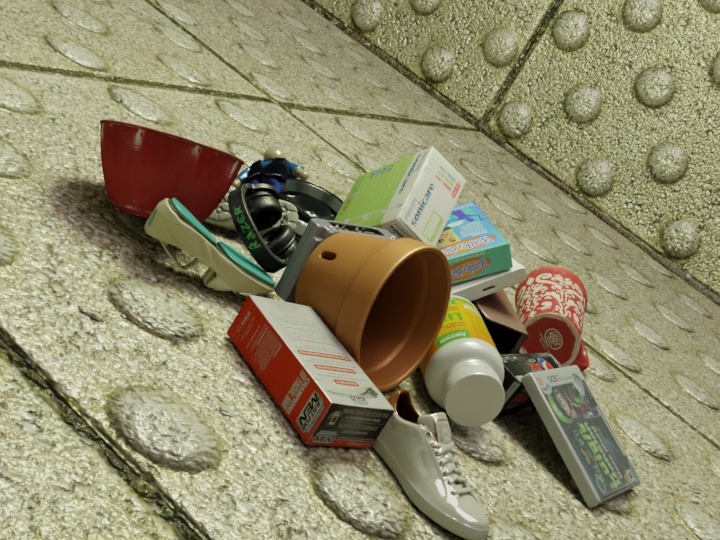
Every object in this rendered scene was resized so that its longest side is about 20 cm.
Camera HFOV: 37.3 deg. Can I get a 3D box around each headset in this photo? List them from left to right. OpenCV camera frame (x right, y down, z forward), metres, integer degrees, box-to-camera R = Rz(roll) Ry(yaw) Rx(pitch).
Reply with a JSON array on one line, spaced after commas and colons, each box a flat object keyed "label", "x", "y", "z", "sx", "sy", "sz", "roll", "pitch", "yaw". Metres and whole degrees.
[{"label": "headset", "x": -0.139, "y": -0.051, "z": 1.481, "sx": 0.125, "sy": 0.093, "sz": 0.200, "roll": 64, "pitch": 13, "yaw": 6}]

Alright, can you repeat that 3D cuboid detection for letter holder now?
[{"label": "letter holder", "x": 0.158, "y": 0.068, "z": 1.689, "sx": 0.141, "sy": 0.101, "sz": 0.201, "roll": 24, "pitch": 20, "yaw": -19}]

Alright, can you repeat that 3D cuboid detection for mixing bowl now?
[{"label": "mixing bowl", "x": -0.262, "y": -0.118, "z": 1.413, "sx": 0.197, "sy": 0.110, "sz": 0.200, "roll": 16, "pitch": -2, "yaw": 0}]

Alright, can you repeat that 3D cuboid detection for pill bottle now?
[{"label": "pill bottle", "x": 0.137, "y": 0.127, "z": 1.485, "sx": 0.110, "sy": 0.112, "sz": 0.201, "roll": 25, "pitch": 20, "yaw": -19}]

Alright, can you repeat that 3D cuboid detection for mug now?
[{"label": "mug", "x": 0.353, "y": 0.098, "z": 1.885, "sx": 0.176, "sy": 0.134, "sz": 0.200, "roll": 30, "pitch": 22, "yaw": 0}]

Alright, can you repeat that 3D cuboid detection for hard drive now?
[{"label": "hard drive", "x": 0.162, "y": -0.009, "z": 1.700, "sx": 0.130, "sy": 0.027, "sz": 0.200, "roll": -19, "pitch": 25, "yaw": -13}]

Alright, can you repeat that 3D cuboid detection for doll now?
[{"label": "doll", "x": -0.150, "y": -0.147, "z": 1.725, "sx": 0.134, "sy": 0.049, "sz": 0.201, "roll": -9, "pitch": 26, "yaw": 11}]

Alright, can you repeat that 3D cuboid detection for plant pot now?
[{"label": "plant pot", "x": 0.008, "y": 0.039, "z": 1.402, "sx": 0.139, "sy": 0.203, "sz": 0.199, "roll": 25, "pitch": 12, "yaw": 33}]

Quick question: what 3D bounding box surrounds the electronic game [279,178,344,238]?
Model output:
[{"label": "electronic game", "x": -0.086, "y": -0.095, "z": 1.787, "sx": 0.198, "sy": 0.042, "sz": 0.201, "roll": 22, "pitch": 27, "yaw": -12}]

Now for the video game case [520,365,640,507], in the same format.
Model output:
[{"label": "video game case", "x": 0.323, "y": 0.234, "z": 1.548, "sx": 0.181, "sy": 0.023, "sz": 0.202, "roll": 1, "pitch": 58, "yaw": -57}]

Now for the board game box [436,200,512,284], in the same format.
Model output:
[{"label": "board game box", "x": 0.140, "y": -0.041, "z": 1.693, "sx": 0.150, "sy": 0.046, "sz": 0.200, "roll": -15, "pitch": 24, "yaw": -4}]

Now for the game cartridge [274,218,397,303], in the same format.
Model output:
[{"label": "game cartridge", "x": -0.034, "y": -0.002, "z": 1.494, "sx": 0.040, "sy": 0.135, "sz": 0.199, "roll": 33, "pitch": 15, "yaw": 31}]

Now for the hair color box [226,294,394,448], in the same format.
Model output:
[{"label": "hair color box", "x": -0.062, "y": 0.119, "z": 1.262, "sx": 0.110, "sy": 0.064, "sz": 0.200, "roll": 14, "pitch": 25, "yaw": -46}]

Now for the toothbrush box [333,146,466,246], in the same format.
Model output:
[{"label": "toothbrush box", "x": 0.051, "y": -0.091, "z": 1.671, "sx": 0.086, "sy": 0.199, "sz": 0.147, "roll": 40, "pitch": 59, "yaw": -22}]

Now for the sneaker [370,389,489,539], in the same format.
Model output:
[{"label": "sneaker", "x": 0.085, "y": 0.217, "z": 1.221, "sx": 0.200, "sy": 0.085, "sz": 0.072, "roll": 45, "pitch": 21, "yaw": 30}]

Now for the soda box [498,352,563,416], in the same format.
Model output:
[{"label": "soda box", "x": 0.245, "y": 0.170, "z": 1.609, "sx": 0.063, "sy": 0.071, "sz": 0.199, "roll": 47, "pitch": 22, "yaw": 28}]

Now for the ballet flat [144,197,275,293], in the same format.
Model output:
[{"label": "ballet flat", "x": -0.196, "y": -0.016, "z": 1.372, "sx": 0.200, "sy": 0.069, "sz": 0.070, "roll": 41, "pitch": 12, "yaw": -31}]

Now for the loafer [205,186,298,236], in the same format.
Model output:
[{"label": "loafer", "x": -0.191, "y": -0.089, "z": 1.587, "sx": 0.198, "sy": 0.071, "sz": 0.070, "roll": 17, "pitch": -19, "yaw": -21}]
